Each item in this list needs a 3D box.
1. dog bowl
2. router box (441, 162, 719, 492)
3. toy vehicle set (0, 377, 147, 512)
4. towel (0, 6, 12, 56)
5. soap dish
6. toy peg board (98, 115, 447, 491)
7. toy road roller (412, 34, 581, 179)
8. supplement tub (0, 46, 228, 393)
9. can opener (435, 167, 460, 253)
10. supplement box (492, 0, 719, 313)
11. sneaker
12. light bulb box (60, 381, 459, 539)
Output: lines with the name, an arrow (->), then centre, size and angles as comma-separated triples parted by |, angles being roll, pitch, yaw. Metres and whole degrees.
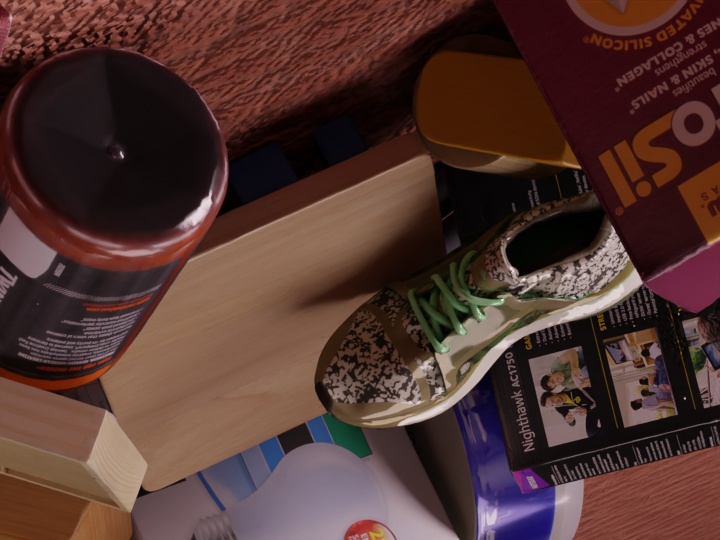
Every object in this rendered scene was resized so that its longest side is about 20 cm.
dog bowl -> 0.061, 0.101, 1.638 | 0.078, 0.201, 0.200 | -16, 161, -22
router box -> 0.135, 0.005, 1.392 | 0.148, 0.201, 0.051 | -14, 159, 6
toy vehicle set -> -0.207, 0.064, 1.209 | 0.199, 0.027, 0.124 | 16, 166, 7
towel -> -0.248, -0.047, 1.048 | 0.199, 0.023, 0.144 | -19, 160, -28
soap dish -> -0.208, 0.121, 1.393 | 0.157, 0.082, 0.200 | 14, 161, 1
toy peg board -> -0.062, -0.002, 1.378 | 0.199, 0.098, 0.199 | -25, 148, -8
toy road roller -> 0.136, -0.115, 1.297 | 0.199, 0.147, 0.123 | 8, -179, 29
supplement tub -> -0.138, -0.010, 1.164 | 0.107, 0.107, 0.200 | -16, 160, -30
can opener -> 0.000, 0.000, 1.502 | 0.200, 0.054, 0.067 | -37, 161, 29
supplement box -> 0.149, -0.101, 1.163 | 0.131, 0.201, 0.103 | -31, 163, 13
sneaker -> 0.060, 0.008, 1.314 | 0.199, 0.077, 0.089 | -32, 160, -4
light bulb box -> -0.072, 0.147, 1.584 | 0.199, 0.199, 0.125 | -18, 163, -28
